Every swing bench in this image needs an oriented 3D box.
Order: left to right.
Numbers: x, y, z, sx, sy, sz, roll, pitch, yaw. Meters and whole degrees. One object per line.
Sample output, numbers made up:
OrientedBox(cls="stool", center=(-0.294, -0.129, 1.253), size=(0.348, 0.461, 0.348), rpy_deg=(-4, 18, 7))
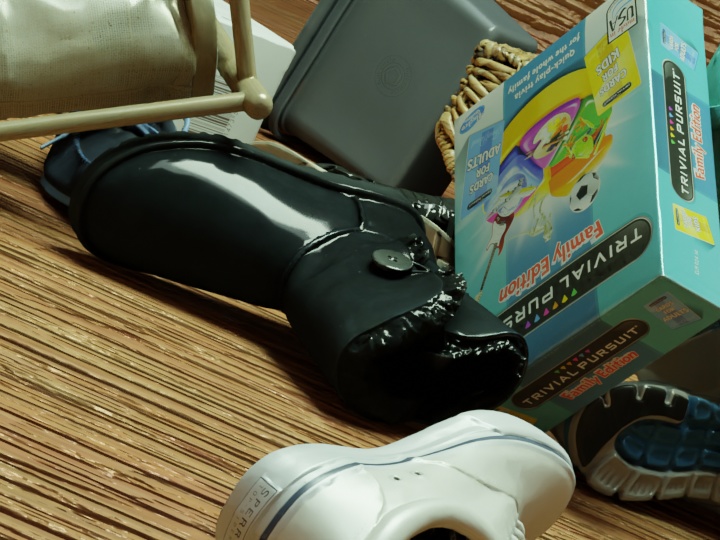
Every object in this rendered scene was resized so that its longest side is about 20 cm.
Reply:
OrientedBox(cls="swing bench", center=(-0.168, -0.140, 1.326), size=(0.198, 0.131, 0.200), rpy_deg=(-7, 12, -15))

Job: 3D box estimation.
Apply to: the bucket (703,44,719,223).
OrientedBox(cls="bucket", center=(0.253, -0.048, 1.342), size=(0.206, 0.135, 0.208), rpy_deg=(25, 31, -16))

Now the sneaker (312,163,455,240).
OrientedBox(cls="sneaker", center=(0.000, -0.027, 1.517), size=(0.198, 0.060, 0.104), rpy_deg=(12, -2, 10))

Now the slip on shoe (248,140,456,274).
OrientedBox(cls="slip on shoe", center=(0.000, 0.000, 1.402), size=(0.199, 0.076, 0.061), rpy_deg=(31, -14, 30))

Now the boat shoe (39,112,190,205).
OrientedBox(cls="boat shoe", center=(-0.141, -0.074, 1.423), size=(0.084, 0.069, 0.200), rpy_deg=(21, 10, -21))

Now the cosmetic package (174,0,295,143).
OrientedBox(cls="cosmetic package", center=(-0.139, -0.137, 1.656), size=(0.081, 0.113, 0.200), rpy_deg=(17, 14, -36))

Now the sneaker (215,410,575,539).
OrientedBox(cls="sneaker", center=(0.028, 0.101, 0.933), size=(0.071, 0.073, 0.199), rpy_deg=(40, 24, 27))

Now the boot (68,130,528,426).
OrientedBox(cls="boot", center=(-0.030, 0.005, 1.248), size=(0.199, 0.077, 0.168), rpy_deg=(9, 22, -25))

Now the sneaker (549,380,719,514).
OrientedBox(cls="sneaker", center=(0.180, 0.092, 1.342), size=(0.199, 0.075, 0.087), rpy_deg=(21, 3, -27))

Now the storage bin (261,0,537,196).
OrientedBox(cls="storage bin", center=(0.040, -0.150, 1.986), size=(0.134, 0.201, 0.145), rpy_deg=(41, 15, 26))

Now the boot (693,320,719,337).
OrientedBox(cls="boot", center=(0.166, 0.023, 1.500), size=(0.202, 0.074, 0.154), rpy_deg=(-9, -2, 24))

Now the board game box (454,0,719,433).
OrientedBox(cls="board game box", center=(0.112, -0.031, 1.300), size=(0.047, 0.151, 0.201), rpy_deg=(28, 44, -28))

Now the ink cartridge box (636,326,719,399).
OrientedBox(cls="ink cartridge box", center=(0.255, 0.067, 1.488), size=(0.200, 0.116, 0.068), rpy_deg=(7, 61, -60))

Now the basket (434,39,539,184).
OrientedBox(cls="basket", center=(0.138, -0.075, 1.909), size=(0.142, 0.150, 0.200), rpy_deg=(32, 13, 33))
